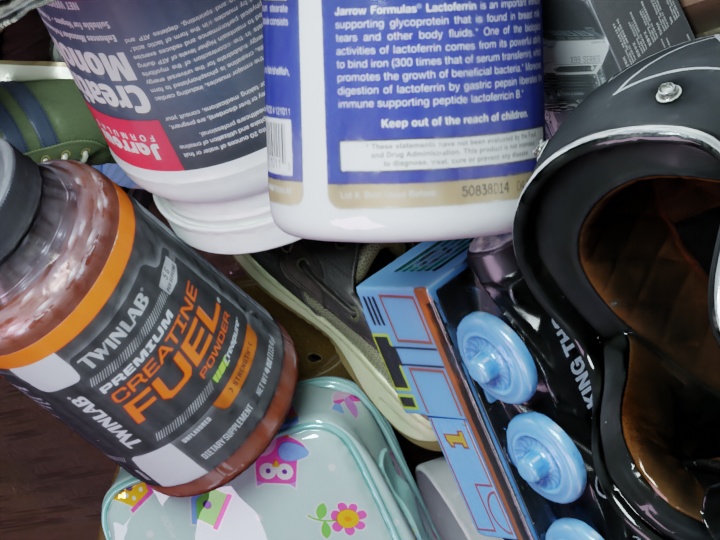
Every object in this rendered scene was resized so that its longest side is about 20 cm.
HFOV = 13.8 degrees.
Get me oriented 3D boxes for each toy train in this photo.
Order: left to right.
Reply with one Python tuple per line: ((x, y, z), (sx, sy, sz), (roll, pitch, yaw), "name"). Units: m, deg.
((0.081, 0.069, 1.348), (0.114, 0.087, 0.201), (2, 121, 55), "toy train")

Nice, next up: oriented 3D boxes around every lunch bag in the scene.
((-0.029, 0.162, 1.531), (0.160, 0.077, 0.201), (-21, 109, 12), "lunch bag")

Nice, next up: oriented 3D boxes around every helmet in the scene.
((0.165, 0.001, 1.158), (0.200, 0.199, 0.191), (104, 156, -58), "helmet")

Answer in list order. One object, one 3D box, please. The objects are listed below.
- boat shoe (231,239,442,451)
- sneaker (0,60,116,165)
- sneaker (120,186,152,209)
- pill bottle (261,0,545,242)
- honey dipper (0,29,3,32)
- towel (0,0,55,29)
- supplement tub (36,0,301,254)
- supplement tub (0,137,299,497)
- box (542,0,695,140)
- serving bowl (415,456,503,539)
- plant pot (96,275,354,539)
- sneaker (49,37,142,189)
((0.000, 0.000, 1.513), (0.200, 0.073, 0.065), (45, 132, 9), "boat shoe")
((-0.185, -0.056, 1.449), (0.199, 0.090, 0.067), (9, 157, -12), "sneaker")
((-0.205, -0.063, 1.614), (0.200, 0.075, 0.081), (22, -167, -49), "sneaker")
((0.017, -0.116, 1.203), (0.115, 0.115, 0.201), (7, 101, 49), "pill bottle")
((-0.152, -0.134, 1.389), (0.038, 0.200, 0.038), (24, 138, 23), "honey dipper")
((-0.090, -0.191, 1.203), (0.035, 0.201, 0.192), (39, 146, -28), "towel")
((-0.071, -0.122, 1.358), (0.140, 0.140, 0.200), (14, 140, 44), "supplement tub")
((-0.127, 0.019, 1.412), (0.107, 0.107, 0.200), (8, 155, 48), "supplement tub")
((0.095, -0.057, 1.321), (0.157, 0.050, 0.200), (9, 135, 48), "box")
((0.099, 0.178, 1.530), (0.200, 0.066, 0.201), (155, 90, -85), "serving bowl")
((-0.054, 0.108, 1.635), (0.186, 0.186, 0.201), (29, 133, 27), "plant pot")
((-0.105, -0.107, 1.519), (0.090, 0.079, 0.200), (20, 151, 7), "sneaker")
